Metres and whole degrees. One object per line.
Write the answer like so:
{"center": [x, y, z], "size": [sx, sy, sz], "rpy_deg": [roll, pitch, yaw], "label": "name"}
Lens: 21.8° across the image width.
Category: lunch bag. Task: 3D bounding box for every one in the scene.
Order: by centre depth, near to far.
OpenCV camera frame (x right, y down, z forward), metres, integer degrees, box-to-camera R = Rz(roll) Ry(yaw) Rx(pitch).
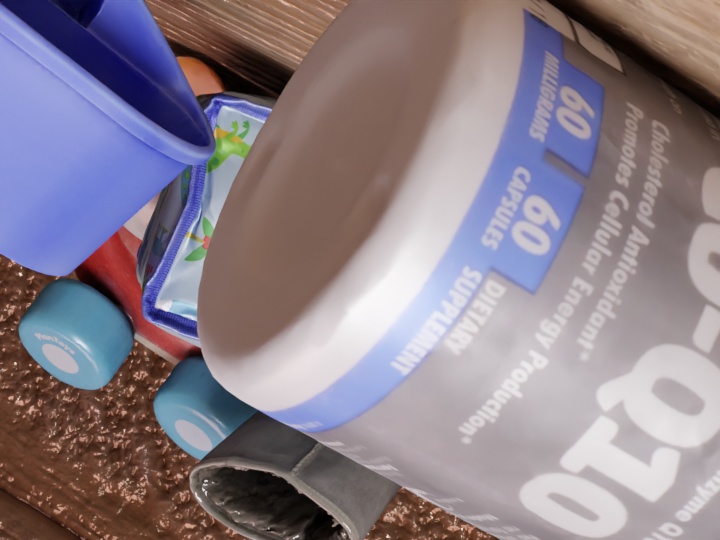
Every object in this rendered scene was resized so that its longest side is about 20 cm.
{"center": [0.000, 0.000, 0.872], "size": [0.198, 0.129, 0.170], "rpy_deg": [17, -176, -10], "label": "lunch bag"}

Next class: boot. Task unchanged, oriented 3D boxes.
{"center": [0.035, 0.074, 0.958], "size": [0.180, 0.073, 0.200], "rpy_deg": [4, -156, 27], "label": "boot"}

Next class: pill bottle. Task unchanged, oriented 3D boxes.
{"center": [0.070, 0.020, 0.456], "size": [0.199, 0.115, 0.114], "rpy_deg": [30, 178, -22], "label": "pill bottle"}

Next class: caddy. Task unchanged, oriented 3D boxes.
{"center": [-0.140, -0.094, 0.705], "size": [0.200, 0.105, 0.142], "rpy_deg": [38, -166, -37], "label": "caddy"}

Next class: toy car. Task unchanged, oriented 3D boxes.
{"center": [-0.078, -0.034, 1.013], "size": [0.176, 0.185, 0.201], "rpy_deg": [28, 149, 11], "label": "toy car"}
